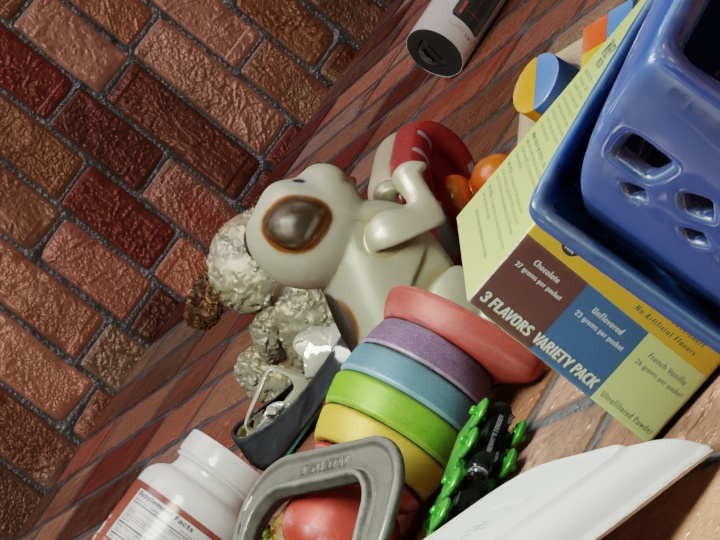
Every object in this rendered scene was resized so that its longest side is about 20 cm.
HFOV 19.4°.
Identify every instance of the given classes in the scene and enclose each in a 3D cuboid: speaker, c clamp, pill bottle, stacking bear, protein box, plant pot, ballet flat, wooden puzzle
[{"bbox_3d":[0.134,-0.336,2.650,0.200,0.081,0.081,-57,11,-32],"label":"speaker"},{"bbox_3d":[-0.033,0.185,1.352,0.200,0.027,0.171,-11,57,53],"label":"c clamp"},{"bbox_3d":[-0.172,0.243,1.854,0.200,0.112,0.112,-53,10,-11],"label":"pill bottle"},{"bbox_3d":[0.019,0.122,1.450,0.200,0.114,0.121,-59,11,-14],"label":"stacking bear"},{"bbox_3d":[0.173,-0.042,1.234,0.200,0.135,0.199,-50,9,12],"label":"protein box"},{"bbox_3d":[0.208,-0.066,1.007,0.200,0.200,0.180,-58,5,-34],"label":"plant pot"},{"bbox_3d":[-0.048,0.099,1.938,0.200,0.073,0.073,-49,10,15],"label":"ballet flat"},{"bbox_3d":[0.167,-0.113,1.576,0.200,0.046,0.185,-34,40,47],"label":"wooden puzzle"}]

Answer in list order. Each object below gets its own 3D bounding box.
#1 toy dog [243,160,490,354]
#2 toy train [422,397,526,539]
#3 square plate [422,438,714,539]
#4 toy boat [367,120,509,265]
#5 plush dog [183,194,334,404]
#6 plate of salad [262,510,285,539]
[{"bbox_3d":[0.000,0.000,1.683,0.194,0.200,0.140,-52,9,-5],"label":"toy dog"},{"bbox_3d":[0.060,0.156,1.322,0.056,0.042,0.200,-57,4,40],"label":"toy train"},{"bbox_3d":[0.069,0.149,1.130,0.198,0.028,0.200,-31,0,-21],"label":"square plate"},{"bbox_3d":[0.085,-0.065,1.852,0.131,0.131,0.200,-18,19,11],"label":"toy boat"},{"bbox_3d":[-0.073,0.018,2.034,0.200,0.172,0.160,-52,10,-8],"label":"plush dog"},{"bbox_3d":[-0.086,0.241,1.657,0.200,0.048,0.200,-50,11,13],"label":"plate of salad"}]
